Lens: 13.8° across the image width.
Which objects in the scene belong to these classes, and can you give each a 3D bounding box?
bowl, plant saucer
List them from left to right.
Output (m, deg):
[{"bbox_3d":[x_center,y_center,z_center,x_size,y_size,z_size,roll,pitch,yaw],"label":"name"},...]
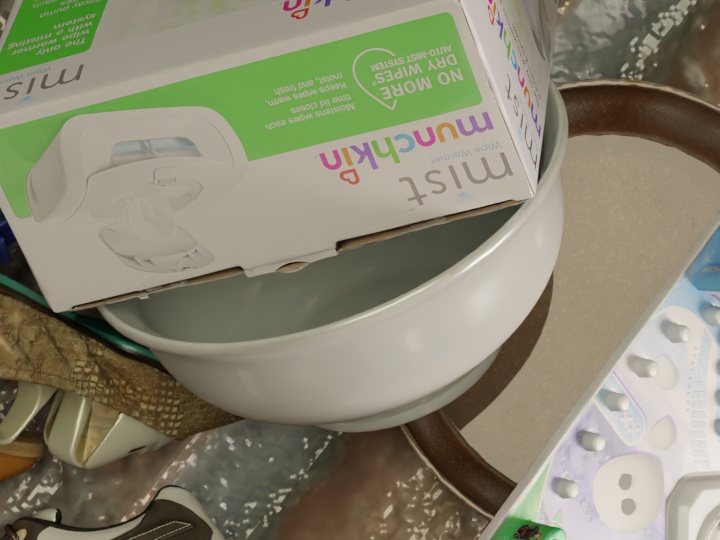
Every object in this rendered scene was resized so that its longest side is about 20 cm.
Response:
[{"bbox_3d":[0.000,0.000,1.186,0.201,0.201,0.090,-28,122,-5],"label":"bowl"},{"bbox_3d":[0.105,0.020,1.261,0.200,0.034,0.200,0,83,4],"label":"plant saucer"}]

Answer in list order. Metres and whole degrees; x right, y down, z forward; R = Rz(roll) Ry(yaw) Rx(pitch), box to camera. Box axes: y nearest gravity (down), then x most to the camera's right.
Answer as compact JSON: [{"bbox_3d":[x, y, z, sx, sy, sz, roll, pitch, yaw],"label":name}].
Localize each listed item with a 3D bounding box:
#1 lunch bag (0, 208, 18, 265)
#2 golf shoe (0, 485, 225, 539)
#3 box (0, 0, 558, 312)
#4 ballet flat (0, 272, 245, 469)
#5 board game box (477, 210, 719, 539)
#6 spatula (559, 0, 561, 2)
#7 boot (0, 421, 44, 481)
[{"bbox_3d":[-0.230,-0.043,1.211,0.200,0.082,0.161,-34,72,-15],"label":"lunch bag"},{"bbox_3d":[-0.143,0.153,1.232,0.200,0.078,0.095,-17,59,2],"label":"golf shoe"},{"bbox_3d":[-0.032,-0.085,1.160,0.200,0.177,0.097,-13,121,17],"label":"box"},{"bbox_3d":[-0.124,0.043,1.201,0.200,0.070,0.065,24,89,-40],"label":"ballet flat"},{"bbox_3d":[0.151,0.113,1.186,0.200,0.026,0.200,-52,122,-24],"label":"board game box"},{"bbox_3d":[-0.001,-0.148,1.242,0.200,0.021,0.057,29,122,-22],"label":"spatula"},{"bbox_3d":[-0.235,0.125,1.230,0.201,0.071,0.144,4,90,0],"label":"boot"}]
